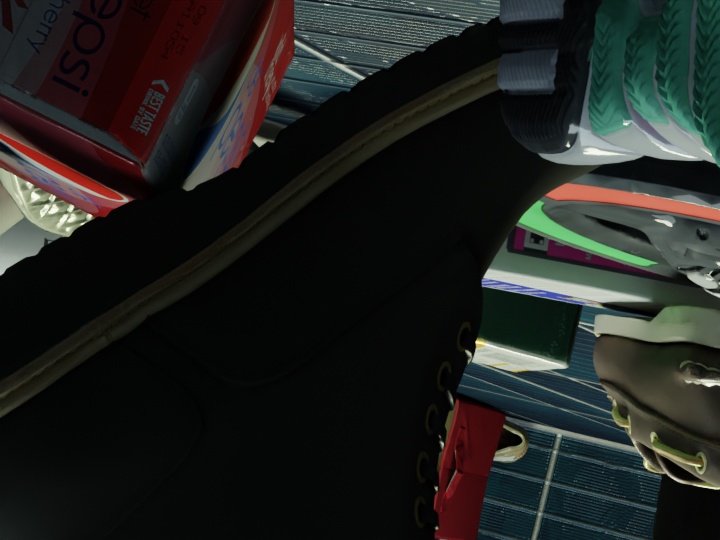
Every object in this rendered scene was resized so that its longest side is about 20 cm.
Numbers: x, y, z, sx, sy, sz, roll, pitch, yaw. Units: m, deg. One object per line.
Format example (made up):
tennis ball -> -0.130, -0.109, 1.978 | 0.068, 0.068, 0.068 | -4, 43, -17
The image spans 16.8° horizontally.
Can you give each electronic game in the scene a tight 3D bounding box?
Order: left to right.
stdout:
electronic game -> 0.126, -0.009, 0.752 | 0.198, 0.042, 0.200 | 15, 176, 1

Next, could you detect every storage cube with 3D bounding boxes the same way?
storage cube -> 0.052, 0.224, 2.954 | 0.199, 0.172, 0.180 | 12, 176, 24

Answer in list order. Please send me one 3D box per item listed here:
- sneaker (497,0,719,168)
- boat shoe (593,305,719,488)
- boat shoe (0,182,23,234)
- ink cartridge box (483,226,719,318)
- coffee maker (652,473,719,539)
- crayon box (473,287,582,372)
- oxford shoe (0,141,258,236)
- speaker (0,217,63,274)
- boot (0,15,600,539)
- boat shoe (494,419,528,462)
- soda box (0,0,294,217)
sneaker -> 0.089, -0.044, 0.383 | 0.087, 0.075, 0.200 | 2, -172, -15
boat shoe -> 0.123, 0.048, 0.882 | 0.071, 0.060, 0.200 | 9, 176, -6
boat shoe -> -0.168, -0.060, 0.542 | 0.200, 0.068, 0.072 | 45, 177, -6
ink cartridge box -> 0.067, -0.007, 0.900 | 0.198, 0.037, 0.095 | 8, 178, -15
coffee maker -> 0.206, 0.083, 0.970 | 0.134, 0.194, 0.200 | -7, 164, -27
crayon box -> 0.000, 0.000, 1.187 | 0.198, 0.052, 0.126 | 14, 175, -7
oxford shoe -> -0.080, -0.049, 0.823 | 0.058, 0.075, 0.200 | 60, -172, 17
speaker -> -0.055, -0.007, 0.973 | 0.198, 0.082, 0.081 | 8, 176, -4
boot -> 0.009, 0.036, 0.523 | 0.199, 0.139, 0.077 | -30, 177, -18
boat shoe -> 0.118, 0.200, 3.114 | 0.198, 0.075, 0.068 | 8, 170, -3
soda box -> -0.056, -0.053, 0.570 | 0.063, 0.070, 0.200 | 26, 175, 2
